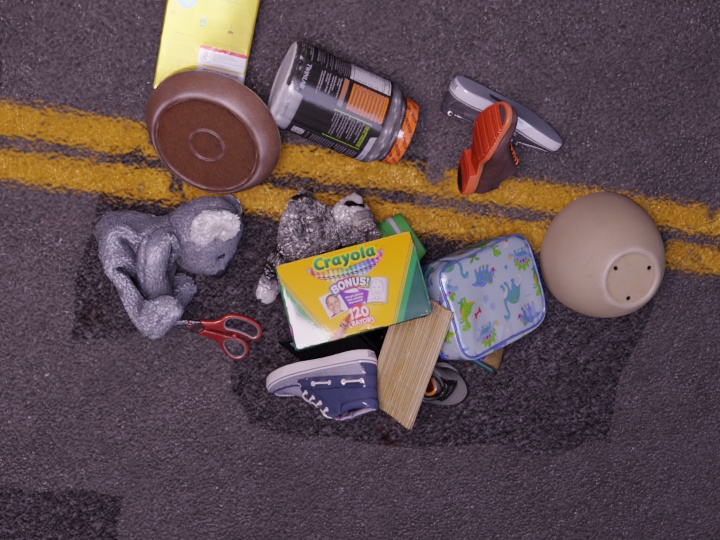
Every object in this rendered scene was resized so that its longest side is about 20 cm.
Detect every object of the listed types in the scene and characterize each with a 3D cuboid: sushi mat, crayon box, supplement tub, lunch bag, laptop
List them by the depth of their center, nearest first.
[{"bbox_3d":[-0.209,-0.341,1.319,0.125,0.051,0.203,11,107,-13],"label":"crayon box"},{"bbox_3d":[-0.010,0.030,1.333,0.197,0.058,0.121,-15,84,-5],"label":"crayon box"},{"bbox_3d":[-0.025,-0.231,1.351,0.198,0.123,0.124,22,103,-16],"label":"supplement tub"},{"bbox_3d":[0.071,0.129,1.419,0.012,0.095,0.203,-6,120,-50],"label":"sushi mat"},{"bbox_3d":[0.186,0.043,1.456,0.198,0.082,0.163,-23,98,-32],"label":"lunch bag"},{"bbox_3d":[-0.003,0.074,1.459,0.202,0.102,0.177,-58,153,-9],"label":"laptop"}]

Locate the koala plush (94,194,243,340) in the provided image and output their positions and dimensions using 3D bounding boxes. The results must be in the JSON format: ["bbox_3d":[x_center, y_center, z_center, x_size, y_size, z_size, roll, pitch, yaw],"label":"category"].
[{"bbox_3d":[-0.253,-0.038,1.353,0.198,0.177,0.185,-30,101,5],"label":"koala plush"}]

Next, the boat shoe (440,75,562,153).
[{"bbox_3d":[0.208,-0.218,1.430,0.198,0.070,0.067,23,123,-20],"label":"boat shoe"}]

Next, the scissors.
[{"bbox_3d":[-0.250,0.080,1.473,0.198,0.014,0.074,23,105,-15],"label":"scissors"}]

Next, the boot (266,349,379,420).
[{"bbox_3d":[-0.062,0.187,1.458,0.198,0.092,0.072,-19,153,29],"label":"boot"}]

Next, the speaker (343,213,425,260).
[{"bbox_3d":[0.000,0.000,1.451,0.199,0.089,0.089,-35,111,3],"label":"speaker"}]

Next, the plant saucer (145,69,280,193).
[{"bbox_3d":[-0.210,-0.182,1.329,0.197,0.035,0.202,7,131,9],"label":"plant saucer"}]

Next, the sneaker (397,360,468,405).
[{"bbox_3d":[0.112,0.182,1.513,0.199,0.079,0.074,29,101,-46],"label":"sneaker"}]

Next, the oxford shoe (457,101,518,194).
[{"bbox_3d":[0.200,-0.179,1.393,0.071,0.200,0.072,1,66,-12],"label":"oxford shoe"}]

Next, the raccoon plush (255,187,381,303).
[{"bbox_3d":[-0.054,-0.026,1.402,0.132,0.097,0.203,24,101,13],"label":"raccoon plush"}]

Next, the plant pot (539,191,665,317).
[{"bbox_3d":[0.396,-0.008,1.494,0.197,0.135,0.204,-3,109,-8],"label":"plant pot"}]

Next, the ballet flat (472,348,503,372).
[{"bbox_3d":[0.152,0.102,1.517,0.198,0.068,0.064,25,89,-35],"label":"ballet flat"}]
